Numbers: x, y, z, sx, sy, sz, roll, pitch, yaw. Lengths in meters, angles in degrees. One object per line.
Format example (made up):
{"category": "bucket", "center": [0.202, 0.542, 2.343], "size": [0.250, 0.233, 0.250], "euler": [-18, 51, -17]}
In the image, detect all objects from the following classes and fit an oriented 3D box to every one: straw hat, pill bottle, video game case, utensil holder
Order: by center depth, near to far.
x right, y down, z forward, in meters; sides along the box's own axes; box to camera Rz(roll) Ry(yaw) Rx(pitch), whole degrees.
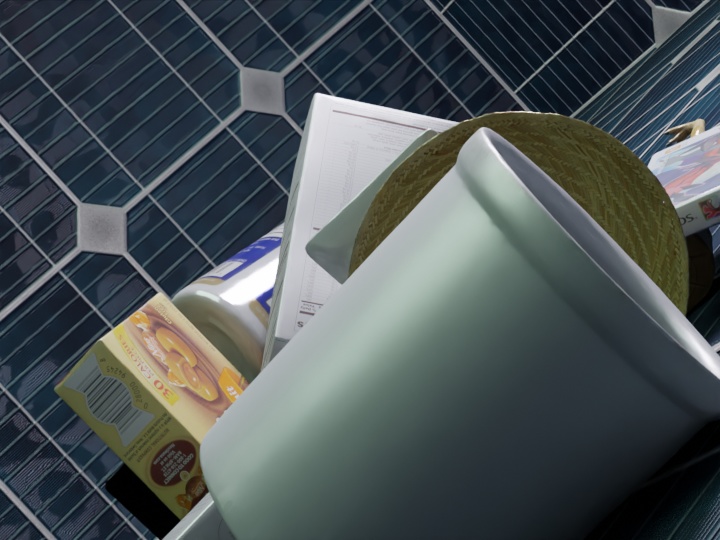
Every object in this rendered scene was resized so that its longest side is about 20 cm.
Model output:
{"category": "utensil holder", "center": [0.048, 0.064, 0.809], "size": [0.200, 0.170, 0.170], "euler": [-46, 1, 12]}
{"category": "straw hat", "center": [0.092, 0.020, 0.962], "size": [0.201, 0.201, 0.085], "euler": [-43, -19, 7]}
{"category": "video game case", "center": [0.248, -0.075, 1.036], "size": [0.181, 0.023, 0.200], "euler": [-24, 9, 21]}
{"category": "pill bottle", "center": [-0.037, 0.022, 1.302], "size": [0.199, 0.120, 0.120], "euler": [-34, -4, -36]}

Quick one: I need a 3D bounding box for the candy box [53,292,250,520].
{"category": "candy box", "center": [-0.099, 0.116, 1.159], "size": [0.055, 0.200, 0.115], "euler": [-43, 1, 21]}

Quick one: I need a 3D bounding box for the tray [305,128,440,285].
{"category": "tray", "center": [0.073, 0.018, 1.026], "size": [0.107, 0.200, 0.022], "euler": [-43, 21, 16]}

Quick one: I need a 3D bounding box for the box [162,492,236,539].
{"category": "box", "center": [-0.012, 0.141, 1.006], "size": [0.200, 0.124, 0.097], "euler": [-44, 1, -18]}

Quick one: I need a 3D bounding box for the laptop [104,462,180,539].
{"category": "laptop", "center": [-0.081, 0.161, 1.426], "size": [0.187, 0.116, 0.200], "euler": [-45, -16, -4]}

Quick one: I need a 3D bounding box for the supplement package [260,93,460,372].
{"category": "supplement package", "center": [0.000, 0.000, 1.178], "size": [0.110, 0.113, 0.201], "euler": [108, 173, -56]}

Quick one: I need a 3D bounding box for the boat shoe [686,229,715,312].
{"category": "boat shoe", "center": [0.142, 0.032, 1.100], "size": [0.199, 0.071, 0.069], "euler": [-33, 6, 26]}

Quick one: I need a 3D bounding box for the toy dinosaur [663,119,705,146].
{"category": "toy dinosaur", "center": [0.278, -0.088, 1.334], "size": [0.200, 0.058, 0.101], "euler": [-52, 19, -20]}
